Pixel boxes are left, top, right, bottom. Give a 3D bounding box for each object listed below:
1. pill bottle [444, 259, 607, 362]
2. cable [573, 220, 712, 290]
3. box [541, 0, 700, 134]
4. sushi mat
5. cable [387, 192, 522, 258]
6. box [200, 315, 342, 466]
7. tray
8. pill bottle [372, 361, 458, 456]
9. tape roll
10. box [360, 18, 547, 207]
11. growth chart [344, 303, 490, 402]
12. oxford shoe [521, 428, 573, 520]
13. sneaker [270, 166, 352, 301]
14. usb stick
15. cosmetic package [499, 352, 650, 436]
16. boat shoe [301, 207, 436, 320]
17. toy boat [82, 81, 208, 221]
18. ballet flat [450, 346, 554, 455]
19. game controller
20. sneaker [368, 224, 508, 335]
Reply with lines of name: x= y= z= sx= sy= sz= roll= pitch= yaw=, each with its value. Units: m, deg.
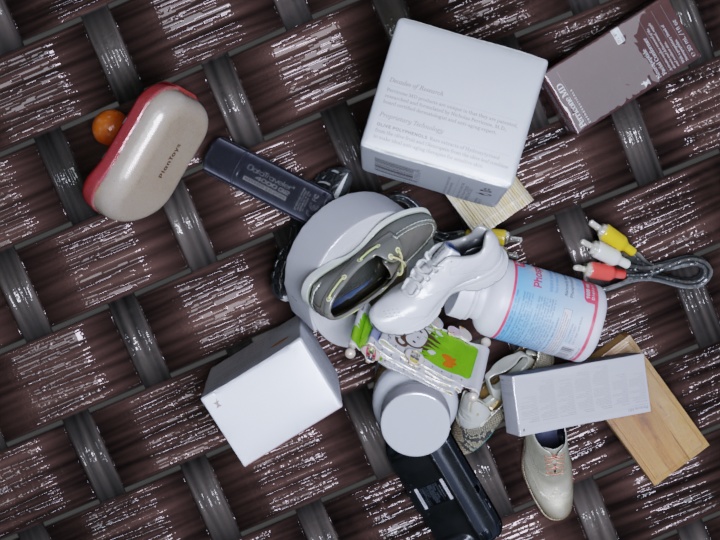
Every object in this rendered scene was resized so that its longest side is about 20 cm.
pill bottle: x=0.220 y=0.047 z=1.691 sx=0.199 sy=0.109 sz=0.109 roll=16 pitch=96 yaw=-9
cable: x=0.390 y=0.002 z=1.750 sx=0.199 sy=0.050 sz=0.097 roll=18 pitch=101 yaw=-5
box: x=0.346 y=-0.279 z=1.709 sx=0.200 sy=0.075 sz=0.100 roll=-33 pitch=98 yaw=3
sushi mat: x=0.141 y=-0.149 z=1.723 sx=0.096 sy=0.012 sz=0.200 roll=-36 pitch=86 yaw=1
cable: x=0.120 y=-0.039 z=1.753 sx=0.199 sy=0.050 sz=0.097 roll=24 pitch=113 yaw=6
box: x=-0.116 y=0.154 z=1.672 sx=0.152 sy=0.200 sz=0.107 roll=-31 pitch=98 yaw=2
tray: x=0.397 y=0.196 z=1.790 sx=0.099 sy=0.037 sz=0.200 roll=-37 pitch=97 yaw=2
pill bottle: x=0.073 y=0.164 z=1.676 sx=0.114 sy=0.200 sz=0.115 roll=1 pitch=108 yaw=2
tape roll: x=0.000 y=0.000 z=1.673 sx=0.202 sy=0.071 sz=0.203 roll=-19 pitch=127 yaw=-27
box: x=0.115 y=-0.197 z=1.621 sx=0.199 sy=0.199 sz=0.172 roll=16 pitch=86 yaw=2
growth chart: x=0.077 y=0.096 z=1.623 sx=0.199 sy=0.145 sz=0.018 roll=22 pitch=128 yaw=-11
oxford shoe: x=0.262 y=0.262 z=1.770 sx=0.071 sy=0.074 sz=0.201 roll=-14 pitch=98 yaw=-1
sneaker: x=-0.055 y=-0.047 z=1.724 sx=0.079 sy=0.074 sz=0.201 roll=21 pitch=90 yaw=-35
usb stick: x=-0.124 y=-0.118 z=1.686 sx=0.200 sy=0.033 sz=0.056 roll=28 pitch=89 yaw=19
cosmetic package: x=0.292 y=0.167 z=1.711 sx=0.199 sy=0.051 sz=0.083 roll=-8 pitch=90 yaw=-17
boat shoe: x=0.022 y=-0.006 z=1.594 sx=0.201 sy=0.060 sz=0.072 roll=-35 pitch=133 yaw=-15
toy boat: x=-0.305 y=-0.168 z=1.676 sx=0.131 sy=0.130 sz=0.200 roll=33 pitch=94 yaw=24
ballet flat: x=0.185 y=0.168 z=1.754 sx=0.200 sy=0.068 sz=0.075 roll=-46 pitch=141 yaw=2
game controller: x=0.116 y=0.307 z=1.777 sx=0.104 sy=0.042 sz=0.200 roll=-25 pitch=99 yaw=34
sneaker: x=0.092 y=0.006 z=1.596 sx=0.200 sy=0.075 sz=0.087 roll=-34 pitch=143 yaw=-8
